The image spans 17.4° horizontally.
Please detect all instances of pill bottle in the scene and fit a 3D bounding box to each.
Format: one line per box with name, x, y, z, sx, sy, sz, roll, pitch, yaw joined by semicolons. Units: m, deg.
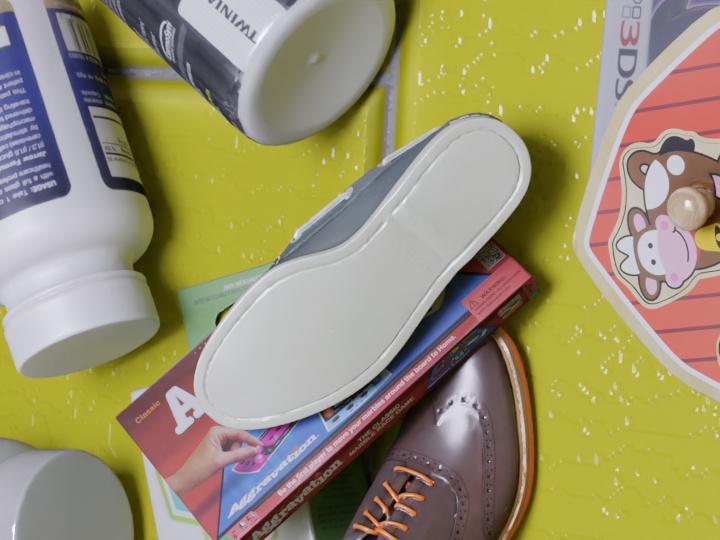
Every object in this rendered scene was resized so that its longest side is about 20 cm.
pill bottle;-0.178;-0.049;1.288;0.111;0.111;0.201;-30;72;32
pill bottle;-0.231;0.152;1.322;0.199;0.114;0.115;-6;86;36
pill bottle;-0.082;-0.162;1.222;0.200;0.106;0.107;43;113;28

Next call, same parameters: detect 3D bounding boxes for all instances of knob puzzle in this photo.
knob puzzle;0.176;-0.019;1.053;0.219;0.030;0.221;12;109;35

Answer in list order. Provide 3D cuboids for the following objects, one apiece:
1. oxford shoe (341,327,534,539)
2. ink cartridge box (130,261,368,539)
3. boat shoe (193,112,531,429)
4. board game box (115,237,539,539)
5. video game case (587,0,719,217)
oxford shoe;0.032;0.121;1.150;0.071;0.072;0.201;11;89;36
ink cartridge box;-0.057;0.096;1.228;0.103;0.059;0.201;-17;80;35
boat shoe;0.000;0.000;1.142;0.200;0.062;0.073;-43;103;3
board game box;-0.018;0.042;1.162;0.200;0.019;0.103;-42;55;-4
video game case;0.199;-0.112;1.066;0.199;0.023;0.184;7;94;36
